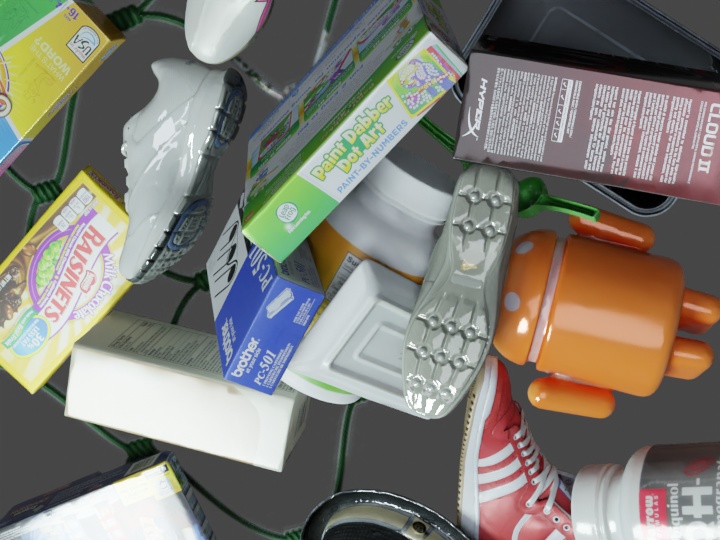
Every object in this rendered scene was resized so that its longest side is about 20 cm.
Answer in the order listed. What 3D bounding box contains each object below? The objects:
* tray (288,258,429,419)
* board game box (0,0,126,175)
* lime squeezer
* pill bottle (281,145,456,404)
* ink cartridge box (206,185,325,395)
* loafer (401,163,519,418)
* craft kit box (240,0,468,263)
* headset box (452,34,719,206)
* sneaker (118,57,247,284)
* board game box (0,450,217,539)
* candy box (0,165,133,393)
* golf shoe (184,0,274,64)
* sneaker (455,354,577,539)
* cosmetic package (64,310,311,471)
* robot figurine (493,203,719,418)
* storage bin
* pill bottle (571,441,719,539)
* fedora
[{"bbox_3d":[0.036,0.066,0.979,0.108,0.199,0.022,-54,49,9],"label":"tray"},{"bbox_3d":[-0.324,-0.186,1.040,0.153,0.040,0.200,46,107,-4],"label":"board game box"},{"bbox_3d":[0.112,-0.076,0.983,0.199,0.071,0.038,35,97,25],"label":"lime squeezer"},{"bbox_3d":[0.000,0.000,0.997,0.110,0.111,0.201,30,107,1],"label":"pill bottle"},{"bbox_3d":[-0.081,0.006,0.966,0.044,0.200,0.095,22,109,-21],"label":"ink cartridge box"},{"bbox_3d":[0.081,0.016,0.934,0.069,0.070,0.202,19,90,11],"label":"loafer"},{"bbox_3d":[-0.011,-0.126,0.921,0.048,0.198,0.200,40,109,-17],"label":"craft kit box"},{"bbox_3d":[0.171,-0.106,0.825,0.198,0.149,0.076,11,106,7],"label":"headset box"},{"bbox_3d":[-0.167,-0.087,1.028,0.086,0.074,0.202,23,94,13],"label":"sneaker"},{"bbox_3d":[-0.214,0.289,1.136,0.198,0.062,0.201,-22,101,14],"label":"board game box"},{"bbox_3d":[-0.273,0.011,1.091,0.102,0.026,0.200,42,107,-7],"label":"candy box"},{"bbox_3d":[-0.091,-0.257,0.951,0.072,0.092,0.201,29,105,2],"label":"golf shoe"},{"bbox_3d":[0.142,0.163,1.029,0.111,0.071,0.202,6,121,10],"label":"sneaker"},{"bbox_3d":[-0.146,0.103,1.054,0.198,0.105,0.072,14,107,7],"label":"cosmetic package"},{"bbox_3d":[0.186,0.035,0.972,0.198,0.117,0.145,14,116,8],"label":"robot figurine"},{"bbox_3d":[0.183,-0.151,0.937,0.199,0.094,0.136,32,107,-1],"label":"storage bin"},{"bbox_3d":[0.279,0.196,0.978,0.198,0.111,0.112,-9,104,33],"label":"pill bottle"},{"bbox_3d":[0.023,0.292,1.055,0.199,0.092,0.202,13,123,20],"label":"fedora"}]
